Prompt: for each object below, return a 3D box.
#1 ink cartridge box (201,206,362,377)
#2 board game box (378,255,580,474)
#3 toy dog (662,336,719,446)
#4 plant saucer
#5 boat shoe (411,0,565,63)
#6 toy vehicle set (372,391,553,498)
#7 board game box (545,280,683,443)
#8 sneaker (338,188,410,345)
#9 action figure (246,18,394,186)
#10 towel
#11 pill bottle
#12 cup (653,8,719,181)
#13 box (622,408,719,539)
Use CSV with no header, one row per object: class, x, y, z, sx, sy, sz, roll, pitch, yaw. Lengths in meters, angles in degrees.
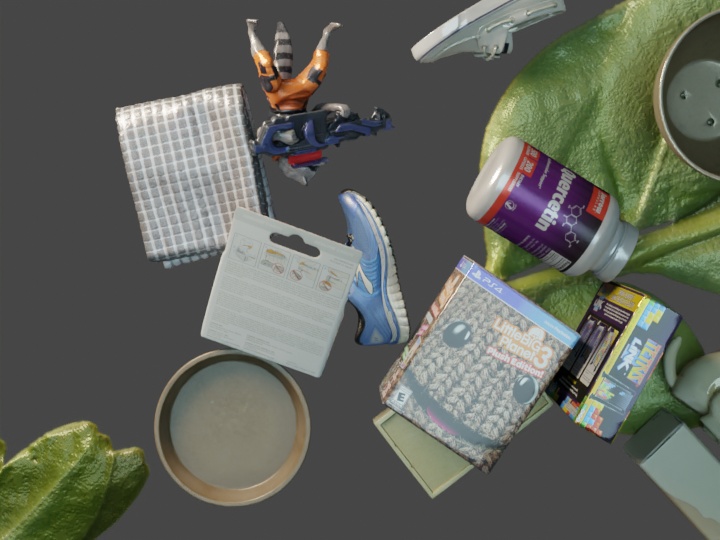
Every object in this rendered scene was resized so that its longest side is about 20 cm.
ink cartridge box,-0.093,0.021,1.379,0.160,0.057,0.202,19,120,-1
board game box,0.141,0.112,1.391,0.158,0.097,0.201,33,93,-5
toy dog,0.499,0.126,1.431,0.200,0.139,0.194,-44,59,4
plant saucer,-0.160,0.197,1.449,0.197,0.029,0.203,0,96,-2
boat shoe,0.159,-0.292,1.397,0.198,0.071,0.070,-29,94,-6
toy vehicle set,0.131,0.180,1.460,0.199,0.027,0.125,-37,96,1
board game box,0.297,0.103,1.373,0.056,0.200,0.167,30,94,-3
sneaker,0.000,0.000,1.412,0.088,0.079,0.203,-14,96,-3
action figure,-0.061,-0.203,1.400,0.198,0.104,0.197,-5,103,-32
towel,-0.197,-0.113,1.388,0.163,0.086,0.203,-13,96,0
pill bottle,0.235,-0.069,1.397,0.198,0.112,0.113,30,94,-5
cup,0.435,-0.207,1.376,0.197,0.143,0.204,0,96,-2
box,0.432,0.278,1.450,0.078,0.095,0.200,-43,94,3
